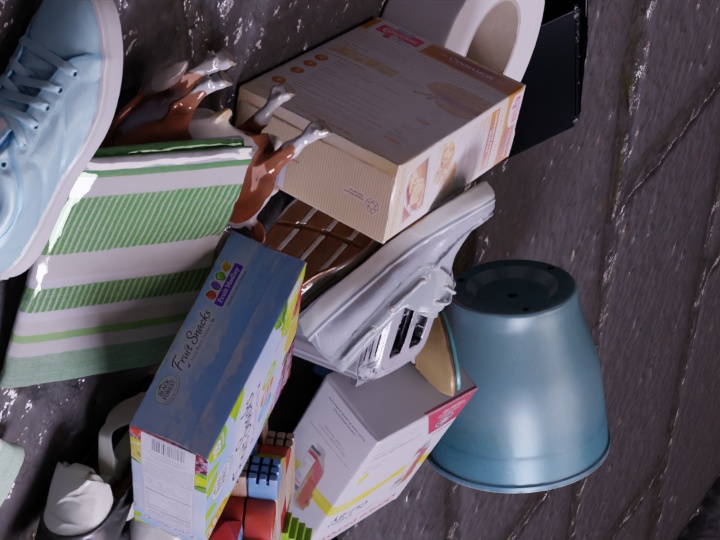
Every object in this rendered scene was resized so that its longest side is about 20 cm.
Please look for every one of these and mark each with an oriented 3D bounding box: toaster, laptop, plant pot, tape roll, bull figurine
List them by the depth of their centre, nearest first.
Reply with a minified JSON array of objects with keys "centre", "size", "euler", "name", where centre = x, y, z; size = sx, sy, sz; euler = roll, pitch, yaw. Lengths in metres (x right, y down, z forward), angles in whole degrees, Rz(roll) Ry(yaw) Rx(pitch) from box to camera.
[{"centre":[-0.099,-0.087,1.207],"size":[0.121,0.065,0.200],"euler":[-45,150,18],"name":"bull figurine"},{"centre":[0.000,0.000,1.466],"size":[0.113,0.129,0.201],"euler":[-21,132,-58],"name":"toaster"},{"centre":[0.090,-0.210,1.516],"size":[0.202,0.071,0.203],"euler":[-45,150,-36],"name":"tape roll"},{"centre":[0.159,0.099,1.739],"size":[0.200,0.199,0.189],"euler":[-36,129,-47],"name":"plant pot"},{"centre":[0.183,-0.235,1.759],"size":[0.178,0.103,0.201],"euler":[81,16,-54],"name":"laptop"}]

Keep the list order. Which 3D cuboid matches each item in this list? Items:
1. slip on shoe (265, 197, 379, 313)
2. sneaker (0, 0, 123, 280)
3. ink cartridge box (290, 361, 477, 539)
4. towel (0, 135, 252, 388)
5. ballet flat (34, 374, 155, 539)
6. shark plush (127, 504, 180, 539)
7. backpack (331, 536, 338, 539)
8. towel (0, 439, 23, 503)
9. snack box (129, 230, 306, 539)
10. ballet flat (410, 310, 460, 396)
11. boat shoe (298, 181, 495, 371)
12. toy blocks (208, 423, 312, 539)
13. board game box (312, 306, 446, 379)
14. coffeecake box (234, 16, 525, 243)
[{"centre":[-0.050,-0.006,1.385],"size":[0.200,0.076,0.061],"euler":[-46,173,5],"name":"slip on shoe"},{"centre":[-0.208,-0.084,1.020],"size":[0.082,0.074,0.201],"euler":[-4,117,-67],"name":"sneaker"},{"centre":[0.003,0.165,1.599],"size":[0.145,0.083,0.200],"euler":[-25,156,-42],"name":"ink cartridge box"},{"centre":[-0.164,-0.006,1.160],"size":[0.152,0.023,0.201],"euler":[-8,135,-36],"name":"towel"},{"centre":[-0.202,0.158,1.298],"size":[0.200,0.068,0.069],"euler":[-59,148,-37],"name":"ballet flat"},{"centre":[-0.158,0.216,1.442],"size":[0.084,0.090,0.201],"euler":[-85,172,-48],"name":"shark plush"},{"centre":[-0.064,0.365,1.626],"size":[0.153,0.190,0.201],"euler":[-7,121,-44],"name":"backpack"},{"centre":[-0.309,0.170,1.111],"size":[0.153,0.023,0.200],"euler":[-63,156,-5],"name":"towel"},{"centre":[-0.106,0.093,1.236],"size":[0.200,0.067,0.169],"euler":[100,14,-61],"name":"snack box"},{"centre":[0.046,0.030,1.556],"size":[0.069,0.063,0.201],"euler":[91,-10,-59],"name":"ballet flat"},{"centre":[0.041,0.008,1.357],"size":[0.201,0.072,0.070],"euler":[-39,179,18],"name":"boat shoe"},{"centre":[-0.095,0.201,1.467],"size":[0.201,0.099,0.137],"euler":[-79,173,-46],"name":"toy blocks"},{"centre":[0.032,0.073,1.715],"size":[0.154,0.040,0.200],"euler":[-60,156,-9],"name":"board game box"},{"centre":[0.016,-0.119,1.348],"size":[0.200,0.153,0.073],"euler":[-35,145,-48],"name":"coffeecake box"}]
